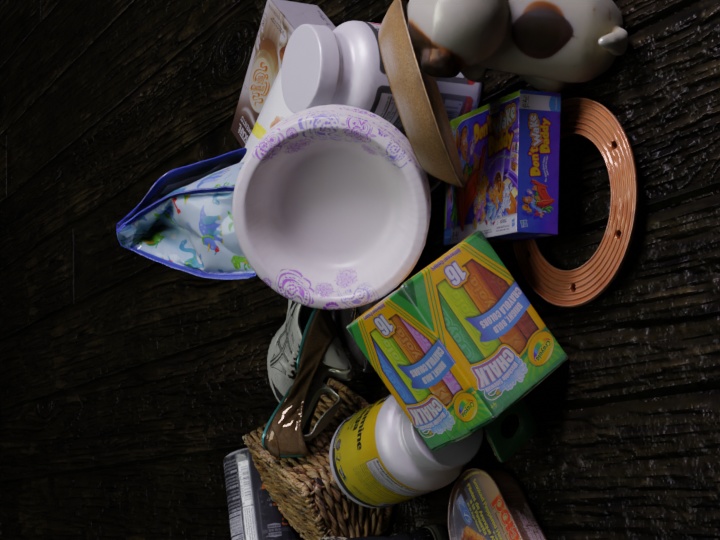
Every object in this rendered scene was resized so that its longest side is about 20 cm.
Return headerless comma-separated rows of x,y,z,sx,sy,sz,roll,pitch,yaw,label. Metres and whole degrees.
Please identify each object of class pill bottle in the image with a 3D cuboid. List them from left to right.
-0.120,0.339,1.799,0.106,0.105,0.202,-36,57,55,pill bottle
0.023,-0.209,1.481,0.116,0.198,0.117,-9,79,60,pill bottle
0.051,0.188,1.477,0.200,0.111,0.114,143,124,-60,pill bottle

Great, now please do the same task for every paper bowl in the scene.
-0.026,-0.069,1.398,0.104,0.199,0.203,-76,-2,-73,paper bowl

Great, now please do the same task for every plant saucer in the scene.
0.056,-0.172,1.350,0.200,0.035,0.202,-18,-90,-82,plant saucer

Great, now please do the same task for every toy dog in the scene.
0.133,-0.227,1.280,0.194,0.198,0.141,52,132,50,toy dog

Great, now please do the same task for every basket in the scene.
-0.028,0.251,1.683,0.200,0.148,0.144,26,143,59,basket

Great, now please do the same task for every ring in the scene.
0.207,-0.065,1.320,0.200,0.019,0.203,-8,81,60,ring

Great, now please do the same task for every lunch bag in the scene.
-0.153,-0.066,1.547,0.199,0.170,0.129,-3,104,36,lunch bag

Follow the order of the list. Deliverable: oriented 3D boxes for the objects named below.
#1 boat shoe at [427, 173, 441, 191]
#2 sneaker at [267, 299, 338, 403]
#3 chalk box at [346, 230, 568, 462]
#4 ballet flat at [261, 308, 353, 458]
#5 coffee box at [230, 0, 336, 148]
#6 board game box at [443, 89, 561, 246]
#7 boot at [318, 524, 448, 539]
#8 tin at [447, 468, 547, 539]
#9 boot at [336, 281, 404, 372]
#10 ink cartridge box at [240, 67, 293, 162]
0.029,-0.089,1.516,0.199,0.063,0.071,-17,90,59,boat shoe
-0.072,0.094,1.745,0.088,0.075,0.202,-122,40,-68,sneaker
0.107,0.089,1.348,0.201,0.125,0.124,54,144,1,chalk box
-0.052,0.137,1.637,0.068,0.072,0.201,70,-143,-55,ballet flat
-0.098,-0.245,1.829,0.115,0.079,0.201,55,134,48,coffee box
0.140,-0.097,1.374,0.200,0.044,0.136,169,103,-73,board game box
-0.004,0.349,1.536,0.204,0.152,0.074,-55,42,44,boot
0.148,0.292,1.384,0.113,0.041,0.201,113,146,-40,tin
0.000,0.000,1.651,0.175,0.069,0.201,110,154,-43,boot
-0.069,-0.147,1.666,0.083,0.145,0.201,39,119,20,ink cartridge box
